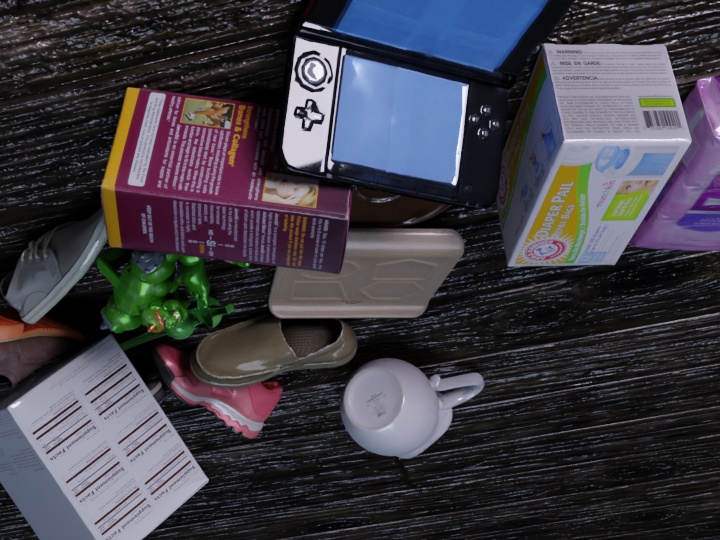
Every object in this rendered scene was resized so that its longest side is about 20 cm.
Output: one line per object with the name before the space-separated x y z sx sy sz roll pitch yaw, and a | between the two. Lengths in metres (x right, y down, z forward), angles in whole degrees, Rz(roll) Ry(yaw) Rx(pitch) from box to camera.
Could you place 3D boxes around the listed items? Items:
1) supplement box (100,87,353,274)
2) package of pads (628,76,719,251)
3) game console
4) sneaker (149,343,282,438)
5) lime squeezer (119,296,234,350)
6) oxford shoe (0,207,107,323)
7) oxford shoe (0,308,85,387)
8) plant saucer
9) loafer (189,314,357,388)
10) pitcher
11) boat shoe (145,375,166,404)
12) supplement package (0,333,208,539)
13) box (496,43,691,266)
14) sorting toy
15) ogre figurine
supplement box | -0.105 -0.074 0.914 0.198 0.111 0.086 7 146 -3
package of pads | 0.335 -0.093 1.021 0.119 0.076 0.200 -2 151 -11
game console | 0.052 -0.149 0.842 0.199 0.174 0.119 9 174 -23
sneaker | -0.176 0.129 1.359 0.087 0.074 0.200 -48 130 5
lime squeezer | -0.197 0.062 1.222 0.199 0.071 0.038 -19 112 33
oxford shoe | -0.300 -0.011 1.077 0.058 0.075 0.200 41 132 -16
oxford shoe | -0.369 0.084 1.171 0.071 0.073 0.200 18 -178 21
plant saucer | 0.019 -0.090 1.021 0.198 0.032 0.201 -3 149 -2
loafer | -0.102 0.083 1.269 0.198 0.076 0.068 -12 151 -9
pitcher | 0.070 0.170 1.421 0.171 0.122 0.200 -34 155 8
boat shoe | -0.273 0.181 1.368 0.072 0.063 0.200 -33 -179 -28
supplement package | -0.313 0.206 1.237 0.147 0.201 0.191 -38 -170 -35
box | 0.195 -0.095 0.966 0.111 0.102 0.200 -1 150 -7
sorting toy | 0.000 0.000 1.155 0.183 0.037 0.200 0 157 -9
ogre figurine | -0.190 0.004 1.076 0.120 0.099 0.199 -26 -177 -40
